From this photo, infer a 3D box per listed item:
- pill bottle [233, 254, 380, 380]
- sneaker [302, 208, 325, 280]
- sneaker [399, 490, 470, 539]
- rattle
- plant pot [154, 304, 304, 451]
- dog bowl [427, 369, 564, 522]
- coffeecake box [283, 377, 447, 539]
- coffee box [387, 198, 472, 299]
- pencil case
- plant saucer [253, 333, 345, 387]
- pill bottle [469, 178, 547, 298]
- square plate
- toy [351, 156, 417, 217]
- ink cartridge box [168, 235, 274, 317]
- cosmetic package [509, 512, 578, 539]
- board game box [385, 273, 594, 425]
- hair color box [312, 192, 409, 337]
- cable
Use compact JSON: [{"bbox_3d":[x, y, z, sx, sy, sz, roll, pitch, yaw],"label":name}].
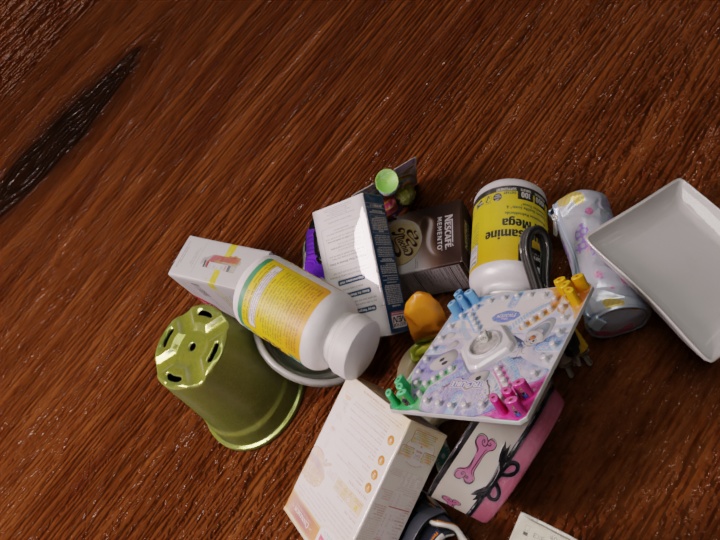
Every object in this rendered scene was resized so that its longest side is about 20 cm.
[{"bbox_3d":[-0.073,0.066,0.791,0.197,0.113,0.114,26,74,28],"label":"pill bottle"},{"bbox_3d":[-0.058,-0.038,0.948,0.068,0.101,0.202,8,31,-18],"label":"sneaker"},{"bbox_3d":[0.078,0.321,0.703,0.198,0.080,0.079,26,75,38],"label":"sneaker"},{"bbox_3d":[0.090,0.159,0.764,0.127,0.144,0.203,18,62,15],"label":"rattle"},{"bbox_3d":[-0.213,0.154,0.891,0.195,0.185,0.205,-13,56,20],"label":"plant pot"},{"bbox_3d":[0.163,0.200,0.668,0.073,0.201,0.202,33,78,19],"label":"dog bowl"},{"bbox_3d":[0.001,0.260,0.729,0.153,0.072,0.204,22,84,57],"label":"coffeecake box"},{"bbox_3d":[0.081,-0.024,0.908,0.195,0.080,0.116,-13,55,25],"label":"coffee box"},{"bbox_3d":[0.320,-0.013,0.775,0.083,0.089,0.204,-50,38,47],"label":"pencil case"},{"bbox_3d":[-0.072,0.107,0.897,0.194,0.051,0.203,10,43,-9],"label":"plant saucer"},{"bbox_3d":[0.213,-0.019,0.822,0.110,0.113,0.205,-5,59,24],"label":"pill bottle"},{"bbox_3d":[0.409,-0.007,0.711,0.195,0.029,0.201,-27,62,-20],"label":"square plate"},{"bbox_3d":[0.053,-0.119,0.942,0.113,0.200,0.048,-31,81,4],"label":"toy"},{"bbox_3d":[-0.210,0.024,0.997,0.196,0.146,0.085,12,64,32],"label":"ink cartridge box"},{"bbox_3d":[0.186,0.321,0.566,0.070,0.201,0.107,17,69,33],"label":"cosmetic package"},{"bbox_3d":[0.141,0.083,0.653,0.198,0.026,0.200,-12,30,51],"label":"board game box"},{"bbox_3d":[0.000,0.000,0.843,0.098,0.060,0.206,-15,82,34],"label":"hair color box"},{"bbox_3d":[0.232,0.049,0.739,0.095,0.050,0.205,-21,86,-18],"label":"cable"}]
